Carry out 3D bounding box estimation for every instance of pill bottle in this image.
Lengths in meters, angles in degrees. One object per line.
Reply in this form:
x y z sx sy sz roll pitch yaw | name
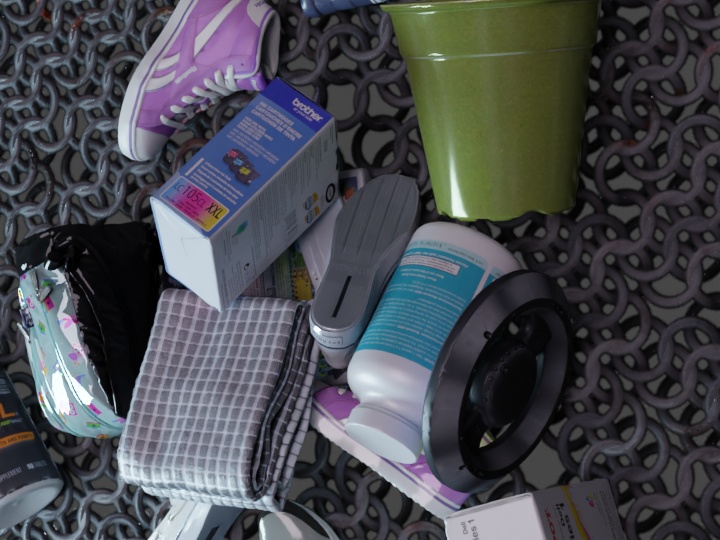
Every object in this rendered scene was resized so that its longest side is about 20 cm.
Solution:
0.059 0.065 1.639 0.111 0.111 0.200 17 67 25 | pill bottle
-0.389 0.156 1.889 0.106 0.106 0.200 -37 73 19 | pill bottle

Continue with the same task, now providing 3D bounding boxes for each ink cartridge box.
-0.089 -0.077 1.684 0.076 0.137 0.200 38 67 20 | ink cartridge box
0.160 0.258 1.569 0.084 0.200 0.145 -19 79 24 | ink cartridge box

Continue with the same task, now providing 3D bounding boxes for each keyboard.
-0.044 -0.063 1.768 0.056 0.011 0.200 -23 77 17 | keyboard

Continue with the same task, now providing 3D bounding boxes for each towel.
-0.126 0.111 1.711 0.165 0.086 0.200 1 69 36 | towel

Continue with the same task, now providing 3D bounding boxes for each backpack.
-0.249 0.060 1.813 0.126 0.167 0.200 -20 81 43 | backpack

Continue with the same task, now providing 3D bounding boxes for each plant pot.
0.124 -0.144 1.634 0.200 0.200 0.190 0 100 25 | plant pot

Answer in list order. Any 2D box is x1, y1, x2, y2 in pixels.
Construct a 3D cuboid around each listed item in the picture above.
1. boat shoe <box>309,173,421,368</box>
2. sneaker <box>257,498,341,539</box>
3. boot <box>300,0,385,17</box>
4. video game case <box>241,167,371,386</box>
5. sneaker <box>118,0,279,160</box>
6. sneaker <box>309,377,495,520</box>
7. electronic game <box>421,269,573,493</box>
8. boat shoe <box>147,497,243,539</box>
0.000 0.000 1.706 0.073 0.067 0.200 18 53 16 | boat shoe
-0.048 0.305 1.733 0.074 0.079 0.200 -28 75 23 | sneaker
-0.031 -0.342 1.763 0.090 0.073 0.200 -13 82 19 | boot
-0.065 0.015 1.789 0.182 0.022 0.201 -9 83 25 | video game case
-0.150 -0.179 1.806 0.114 0.073 0.201 33 101 20 | sneaker
0.034 0.128 1.716 0.200 0.073 0.114 33 93 18 | sneaker
0.119 0.095 1.598 0.042 0.200 0.200 22 97 36 | electronic game
-0.158 0.214 1.800 0.086 0.075 0.202 42 114 25 | boat shoe
